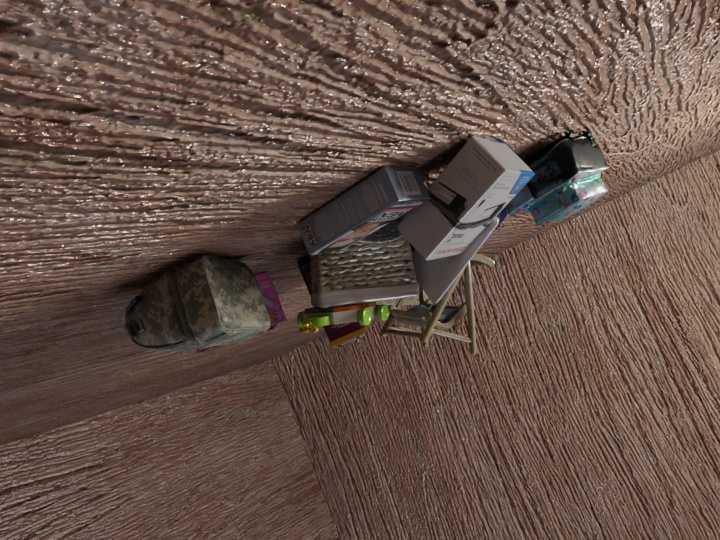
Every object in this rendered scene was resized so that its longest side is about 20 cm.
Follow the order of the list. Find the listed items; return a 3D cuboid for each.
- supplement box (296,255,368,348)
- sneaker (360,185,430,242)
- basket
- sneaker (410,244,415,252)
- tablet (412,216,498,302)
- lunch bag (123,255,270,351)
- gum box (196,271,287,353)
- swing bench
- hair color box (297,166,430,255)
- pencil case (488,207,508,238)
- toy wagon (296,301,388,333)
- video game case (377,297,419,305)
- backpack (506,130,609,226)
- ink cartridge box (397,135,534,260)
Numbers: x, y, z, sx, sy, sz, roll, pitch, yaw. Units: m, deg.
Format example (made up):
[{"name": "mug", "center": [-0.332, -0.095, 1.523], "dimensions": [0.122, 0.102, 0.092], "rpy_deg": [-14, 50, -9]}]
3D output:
[{"name": "supplement box", "center": [-0.059, 0.061, 1.341], "dimensions": [0.085, 0.201, 0.110], "rpy_deg": [-23, 172, -2]}, {"name": "sneaker", "center": [0.069, -0.095, 1.156], "dimensions": [0.199, 0.075, 0.087], "rpy_deg": [-19, 176, -18]}, {"name": "basket", "center": [0.000, 0.000, 1.202], "dimensions": [0.199, 0.124, 0.136], "rpy_deg": [-7, 180, -12]}, {"name": "sneaker", "center": [0.164, -0.102, 1.234], "dimensions": [0.199, 0.105, 0.060], "rpy_deg": [-28, 170, 34]}, {"name": "tablet", "center": [0.167, -0.051, 1.161], "dimensions": [0.014, 0.130, 0.200], "rpy_deg": [17, 117, -38]}, {"name": "lunch bag", "center": [-0.272, 0.068, 1.029], "dimensions": [0.167, 0.140, 0.200], "rpy_deg": [-25, 171, 13]}, {"name": "gum box", "center": [-0.253, 0.081, 1.254], "dimensions": [0.199, 0.114, 0.066], "rpy_deg": [-15, 169, -44]}, {"name": "swing bench", "center": [0.154, 0.057, 1.281], "dimensions": [0.129, 0.201, 0.199], "rpy_deg": [16, 171, -23]}, {"name": "hair color box", "center": [0.003, -0.095, 1.001], "dimensions": [0.199, 0.061, 0.099], "rpy_deg": [-28, 171, 36]}, {"name": "pencil case", "center": [0.266, -0.125, 1.303], "dimensions": [0.078, 0.087, 0.200], "rpy_deg": [0, -158, 27]}, {"name": "toy wagon", "center": [-0.046, 0.087, 1.176], "dimensions": [0.154, 0.040, 0.200], "rpy_deg": [-6, 180, 31]}, {"name": "video game case", "center": [0.119, 0.016, 1.448], "dimensions": [0.199, 0.023, 0.182], "rpy_deg": [1, 136, -36]}, {"name": "backpack", "center": [0.388, -0.176, 1.255], "dimensions": [0.177, 0.151, 0.200], "rpy_deg": [-17, 175, -43]}, {"name": "ink cartridge box", "center": [0.177, -0.117, 1.033], "dimensions": [0.200, 0.084, 0.144], "rpy_deg": [-50, 158, 28]}]
